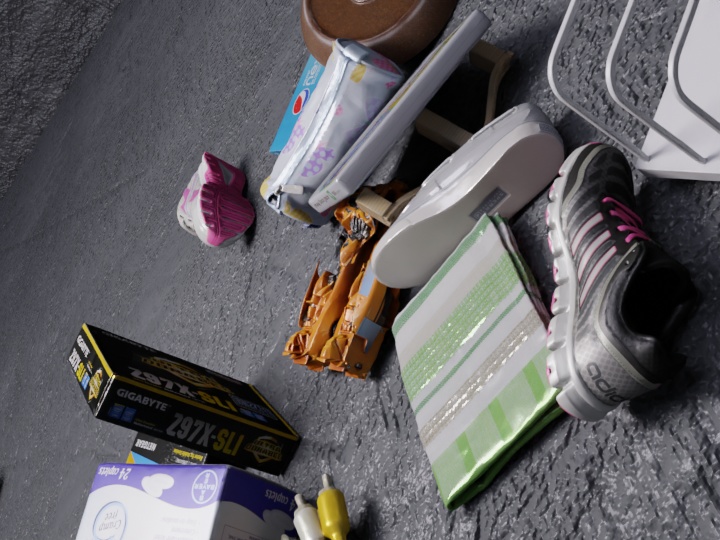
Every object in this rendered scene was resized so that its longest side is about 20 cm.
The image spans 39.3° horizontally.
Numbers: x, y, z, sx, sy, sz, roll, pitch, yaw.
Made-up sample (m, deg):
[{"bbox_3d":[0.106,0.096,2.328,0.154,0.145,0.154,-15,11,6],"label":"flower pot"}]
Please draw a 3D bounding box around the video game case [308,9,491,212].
[{"bbox_3d":[0.031,-0.142,0.946,0.200,0.022,0.182,-51,7,-8],"label":"video game case"}]

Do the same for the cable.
[{"bbox_3d":[-0.017,0.249,0.779,0.097,0.050,0.200,-59,27,11],"label":"cable"}]

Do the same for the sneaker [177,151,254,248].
[{"bbox_3d":[-0.196,-0.075,1.337,0.088,0.081,0.200,-54,21,20],"label":"sneaker"}]

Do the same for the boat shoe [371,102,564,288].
[{"bbox_3d":[0.083,-0.064,0.851,0.200,0.072,0.069,-48,28,29],"label":"boat shoe"}]

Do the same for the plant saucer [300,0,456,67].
[{"bbox_3d":[0.013,-0.313,1.117,0.200,0.034,0.201,-10,67,26],"label":"plant saucer"}]

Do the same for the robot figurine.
[{"bbox_3d":[0.000,0.000,0.950,0.145,0.058,0.200,0,67,58],"label":"robot figurine"}]

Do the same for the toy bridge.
[{"bbox_3d":[0.081,-0.121,0.910,0.067,0.027,0.200,33,80,23],"label":"toy bridge"}]

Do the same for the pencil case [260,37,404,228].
[{"bbox_3d":[-0.032,-0.146,1.073,0.083,0.091,0.200,45,115,35],"label":"pencil case"}]

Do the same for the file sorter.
[{"bbox_3d":[0.231,-0.137,0.582,0.200,0.124,0.139,13,79,55],"label":"file sorter"}]

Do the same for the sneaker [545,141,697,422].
[{"bbox_3d":[0.173,-0.003,0.650,0.087,0.074,0.200,-23,47,43],"label":"sneaker"}]

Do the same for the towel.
[{"bbox_3d":[0.091,0.066,0.781,0.149,0.031,0.200,-51,32,27],"label":"towel"}]

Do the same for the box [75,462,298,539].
[{"bbox_3d":[-0.169,0.282,0.903,0.184,0.105,0.200,-8,60,39],"label":"box"}]

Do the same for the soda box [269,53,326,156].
[{"bbox_3d":[-0.030,-0.215,1.175,0.068,0.064,0.200,8,74,61],"label":"soda box"}]

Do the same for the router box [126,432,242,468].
[{"bbox_3d":[-0.213,0.261,1.100,0.200,0.051,0.149,-5,63,56],"label":"router box"}]

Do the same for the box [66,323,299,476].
[{"bbox_3d":[-0.178,0.127,0.997,0.049,0.200,0.160,-63,27,4],"label":"box"}]
